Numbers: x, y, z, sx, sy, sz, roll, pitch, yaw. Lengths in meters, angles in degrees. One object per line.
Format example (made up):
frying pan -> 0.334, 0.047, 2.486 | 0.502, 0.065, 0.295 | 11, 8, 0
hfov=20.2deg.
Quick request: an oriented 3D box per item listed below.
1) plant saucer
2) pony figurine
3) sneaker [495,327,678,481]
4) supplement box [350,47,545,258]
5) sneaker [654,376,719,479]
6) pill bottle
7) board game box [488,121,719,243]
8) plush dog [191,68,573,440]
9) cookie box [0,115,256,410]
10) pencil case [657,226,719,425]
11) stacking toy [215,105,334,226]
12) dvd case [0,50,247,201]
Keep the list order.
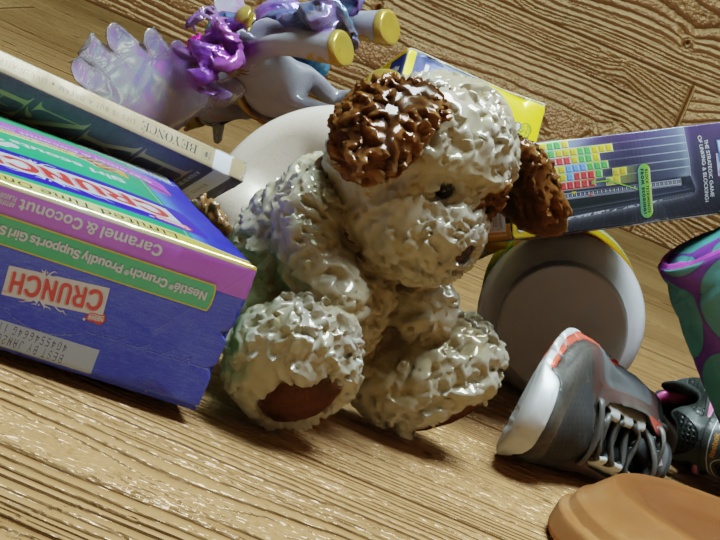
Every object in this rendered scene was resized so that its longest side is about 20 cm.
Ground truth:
plant saucer -> 0.187, 0.148, 0.972 | 0.199, 0.038, 0.200 | 23, 8, -4
pony figurine -> -0.075, -0.138, 1.288 | 0.199, 0.167, 0.193 | 4, -30, 33
sneaker -> 0.139, 0.084, 1.134 | 0.082, 0.077, 0.200 | 32, 11, 18
supplement box -> 0.031, -0.065, 1.424 | 0.108, 0.110, 0.200 | 20, -17, -16
sneaker -> 0.231, 0.093, 1.333 | 0.086, 0.081, 0.200 | 13, 2, 3
pill bottle -> 0.134, 0.026, 1.353 | 0.110, 0.112, 0.200 | 23, 8, 2
board game box -> 0.120, -0.050, 1.216 | 0.164, 0.057, 0.200 | -9, 2, -21
plush dog -> 0.010, -0.025, 0.986 | 0.200, 0.172, 0.161 | 13, 36, -57
cookie box -> -0.157, -0.018, 0.950 | 0.170, 0.076, 0.200 | 20, 9, -20
pencil case -> 0.248, 0.066, 1.160 | 0.092, 0.201, 0.085 | -26, 3, -24
stacking toy -> 0.000, 0.000, 1.193 | 0.146, 0.147, 0.200 | 26, -7, 21
dvd case -> -0.182, -0.066, 1.079 | 0.199, 0.016, 0.148 | 23, -29, -29
